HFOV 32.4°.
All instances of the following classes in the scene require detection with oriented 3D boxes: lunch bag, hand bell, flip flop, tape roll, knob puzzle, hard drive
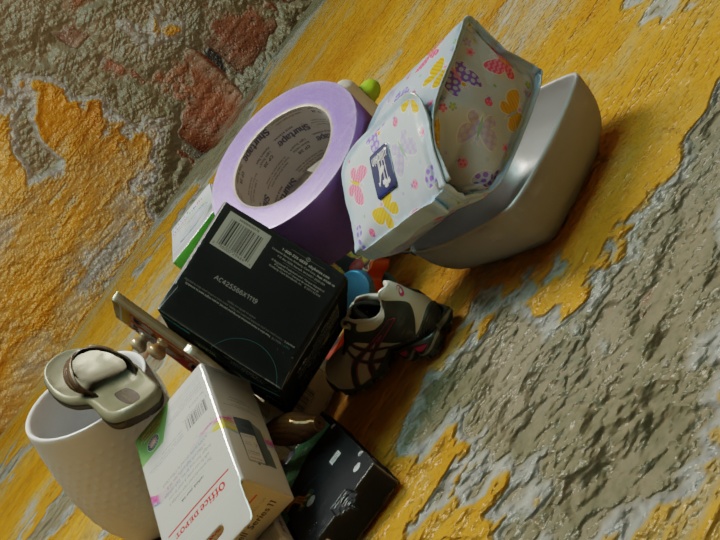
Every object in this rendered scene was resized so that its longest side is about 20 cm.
[{"bbox_3d":[0.069,-0.120,1.208,0.169,0.126,0.202,-35,28,55],"label":"lunch bag"},{"bbox_3d":[-0.109,0.168,1.259,0.199,0.104,0.105,-19,34,41],"label":"hand bell"},{"bbox_3d":[-0.268,0.108,1.268,0.081,0.058,0.199,-38,29,-22],"label":"flip flop"},{"bbox_3d":[-0.061,-0.102,1.352,0.198,0.085,0.202,-23,45,26],"label":"tape roll"},{"bbox_3d":[-0.183,0.103,1.308,0.031,0.219,0.219,-55,17,-13],"label":"knob puzzle"},{"bbox_3d":[-0.042,0.222,1.192,0.140,0.038,0.200,-53,17,-4],"label":"hard drive"}]

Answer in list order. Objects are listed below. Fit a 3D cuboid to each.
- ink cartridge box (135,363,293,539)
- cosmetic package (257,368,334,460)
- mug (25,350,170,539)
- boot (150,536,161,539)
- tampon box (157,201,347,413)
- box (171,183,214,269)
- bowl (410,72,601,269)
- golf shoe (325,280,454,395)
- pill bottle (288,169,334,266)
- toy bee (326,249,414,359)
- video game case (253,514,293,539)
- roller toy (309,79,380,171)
[{"bbox_3d":[-0.134,0.200,1.155,0.117,0.067,0.201,-48,40,18],"label":"ink cartridge box"},{"bbox_3d":[-0.118,0.165,1.449,0.199,0.073,0.104,-23,34,57],"label":"cosmetic package"},{"bbox_3d":[-0.256,0.189,1.377,0.146,0.177,0.201,-16,28,19],"label":"mug"},{"bbox_3d":[-0.204,0.281,1.413,0.076,0.073,0.200,-63,13,11],"label":"boot"},{"bbox_3d":[-0.104,0.046,1.266,0.127,0.149,0.200,-58,-6,-13],"label":"tampon box"},{"bbox_3d":[-0.151,-0.009,1.676,0.097,0.199,0.177,-49,18,5],"label":"box"},{"bbox_3d":[0.156,-0.086,1.246,0.199,0.074,0.201,-23,32,59],"label":"bowl"},{"bbox_3d":[0.012,0.064,1.294,0.200,0.088,0.078,-34,25,48],"label":"golf shoe"},{"bbox_3d":[-0.074,-0.016,1.479,0.114,0.113,0.202,-151,79,-73],"label":"pill bottle"},{"bbox_3d":[0.000,0.000,1.419,0.200,0.109,0.131,-42,-27,3],"label":"toy bee"},{"bbox_3d":[-0.139,0.308,1.183,0.201,0.022,0.182,-56,17,0],"label":"video game case"},{"bbox_3d":[-0.034,-0.168,1.802,0.200,0.140,0.183,-43,7,32],"label":"roller toy"}]
